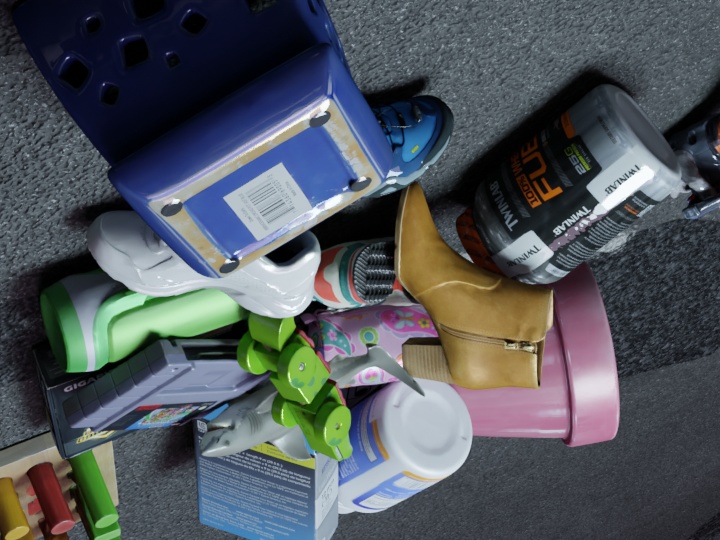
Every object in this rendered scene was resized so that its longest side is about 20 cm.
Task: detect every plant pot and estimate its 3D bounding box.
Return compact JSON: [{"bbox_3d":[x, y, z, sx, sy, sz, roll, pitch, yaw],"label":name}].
[{"bbox_3d":[0.170,0.099,1.906,0.177,0.202,0.201,-9,153,-2],"label":"plant pot"},{"bbox_3d":[-0.096,-0.119,1.235,0.199,0.181,0.200,-30,154,3],"label":"plant pot"}]

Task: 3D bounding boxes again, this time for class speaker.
[{"bbox_3d":[-0.172,0.023,1.528,0.198,0.089,0.089,-18,152,-21],"label":"speaker"}]

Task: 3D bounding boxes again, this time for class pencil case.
[{"bbox_3d":[0.040,0.067,1.782,0.198,0.088,0.088,-9,151,-10],"label":"pencil case"}]

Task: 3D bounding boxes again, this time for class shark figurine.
[{"bbox_3d":[-0.049,0.135,1.692,0.213,0.090,0.128,-25,-172,-3],"label":"shark figurine"}]

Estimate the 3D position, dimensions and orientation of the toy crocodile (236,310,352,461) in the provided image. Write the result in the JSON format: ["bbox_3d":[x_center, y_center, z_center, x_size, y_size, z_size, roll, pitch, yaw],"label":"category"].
[{"bbox_3d":[-0.051,0.097,1.568,0.062,0.067,0.201,-51,135,-26],"label":"toy crocodile"}]

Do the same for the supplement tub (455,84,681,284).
[{"bbox_3d":[0.194,-0.072,1.672,0.200,0.123,0.122,-40,152,21],"label":"supplement tub"}]

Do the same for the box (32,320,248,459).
[{"bbox_3d":[-0.203,0.093,1.665,0.198,0.046,0.159,-21,154,-15],"label":"box"}]

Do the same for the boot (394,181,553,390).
[{"bbox_3d":[0.107,0.012,1.641,0.142,0.203,0.071,0,-165,15],"label":"boot"}]

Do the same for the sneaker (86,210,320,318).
[{"bbox_3d":[-0.124,-0.028,1.451,0.198,0.079,0.100,9,142,-15],"label":"sneaker"}]

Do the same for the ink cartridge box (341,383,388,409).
[{"bbox_3d":[-0.054,0.148,1.915,0.200,0.044,0.094,-39,152,23],"label":"ink cartridge box"}]

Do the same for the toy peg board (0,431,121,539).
[{"bbox_3d":[-0.330,0.261,1.788,0.197,0.098,0.201,-21,153,-16],"label":"toy peg board"}]

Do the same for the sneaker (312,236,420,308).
[{"bbox_3d":[0.000,0.000,1.696,0.092,0.071,0.199,1,-178,23],"label":"sneaker"}]

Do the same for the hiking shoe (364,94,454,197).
[{"bbox_3d":[-0.010,-0.103,1.468,0.198,0.075,0.087,-22,154,-13],"label":"hiking shoe"}]

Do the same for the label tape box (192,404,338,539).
[{"bbox_3d":[-0.097,0.193,1.823,0.066,0.142,0.202,-53,153,-47],"label":"label tape box"}]

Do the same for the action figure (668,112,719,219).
[{"bbox_3d":[0.382,-0.143,1.803,0.193,0.105,0.200,-39,178,37],"label":"action figure"}]

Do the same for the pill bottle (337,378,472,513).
[{"bbox_3d":[0.023,0.190,1.865,0.111,0.113,0.200,-9,164,-34],"label":"pill bottle"}]

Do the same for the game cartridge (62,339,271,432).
[{"bbox_3d":[-0.162,0.103,1.591,0.129,0.039,0.199,-36,161,25],"label":"game cartridge"}]
